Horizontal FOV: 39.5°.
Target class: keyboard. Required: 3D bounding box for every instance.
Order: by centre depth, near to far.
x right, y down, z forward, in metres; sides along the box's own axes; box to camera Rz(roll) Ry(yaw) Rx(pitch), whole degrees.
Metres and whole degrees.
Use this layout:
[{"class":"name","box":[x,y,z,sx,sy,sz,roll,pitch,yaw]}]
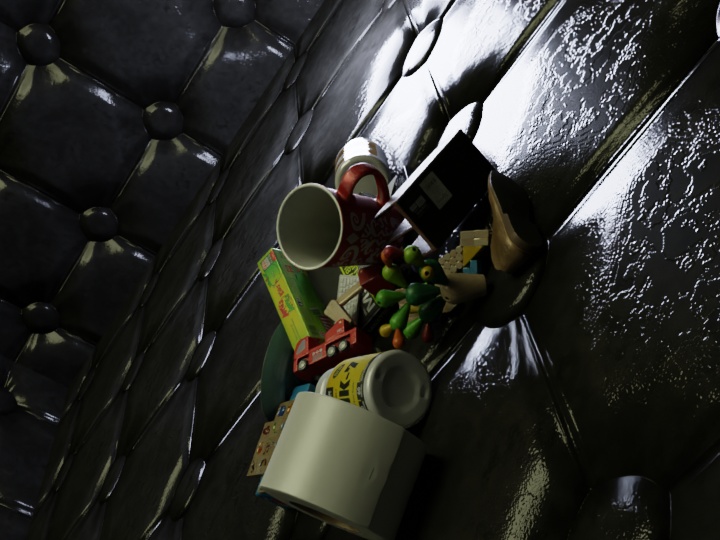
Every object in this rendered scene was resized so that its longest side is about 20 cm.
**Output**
[{"class":"keyboard","box":[-0.028,0.110,1.744,0.056,0.011,0.204,3,87,44]},{"class":"keyboard","box":[0.093,-0.148,1.903,0.128,0.020,0.201,-53,23,22]}]

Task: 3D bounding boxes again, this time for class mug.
[{"class":"mug","box":[-0.008,-0.074,1.617,0.176,0.199,0.135,-28,73,31]}]

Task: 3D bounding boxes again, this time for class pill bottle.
[{"class":"pill bottle","box":[0.013,0.187,1.525,0.199,0.113,0.116,-21,44,60]},{"class":"pill bottle","box":[0.003,-0.204,2.044,0.115,0.113,0.201,-54,13,16]}]

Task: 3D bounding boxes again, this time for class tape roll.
[{"class":"tape roll","box":[-0.023,0.272,1.375,0.202,0.201,0.141,-13,50,63]}]

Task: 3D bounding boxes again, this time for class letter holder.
[{"class":"letter holder","box":[0.107,-0.109,1.621,0.200,0.101,0.142,-48,10,-33]}]

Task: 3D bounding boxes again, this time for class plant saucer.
[{"class":"plant saucer","box":[-0.124,0.183,1.830,0.200,0.035,0.204,9,-90,-71]}]

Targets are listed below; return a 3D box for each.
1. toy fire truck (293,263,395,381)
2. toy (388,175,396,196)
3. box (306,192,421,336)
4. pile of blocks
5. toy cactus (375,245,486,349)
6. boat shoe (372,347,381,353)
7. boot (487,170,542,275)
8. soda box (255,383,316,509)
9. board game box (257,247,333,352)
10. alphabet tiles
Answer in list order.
[{"class":"toy fire truck","box":[-0.031,0.089,1.682,0.198,0.049,0.143,-28,47,30]},{"class":"toy","box":[0.034,-0.083,1.901,0.200,0.047,0.117,-44,26,60]},{"class":"box","box":[0.000,0.000,1.772,0.193,0.047,0.202,-47,54,26]},{"class":"pile of blocks","box":[0.142,0.012,1.545,0.200,0.083,0.062,-43,-15,23]},{"class":"toy cactus","box":[0.103,0.035,1.461,0.103,0.162,0.202,-100,3,-51]},{"class":"boat shoe","box":[-0.033,0.210,1.675,0.202,0.062,0.073,-59,21,4]},{"class":"boot","box":[0.209,-0.074,1.474,0.202,0.073,0.076,-93,28,-51]},{"class":"soda box","box":[-0.107,0.302,1.722,0.064,0.067,0.203,-23,42,57]},{"class":"board game box","box":[-0.106,0.058,1.819,0.048,0.101,0.202,-42,57,27]},{"class":"alphabet tiles","box":[-0.129,0.292,1.682,0.199,0.007,0.169,-24,42,55]}]
